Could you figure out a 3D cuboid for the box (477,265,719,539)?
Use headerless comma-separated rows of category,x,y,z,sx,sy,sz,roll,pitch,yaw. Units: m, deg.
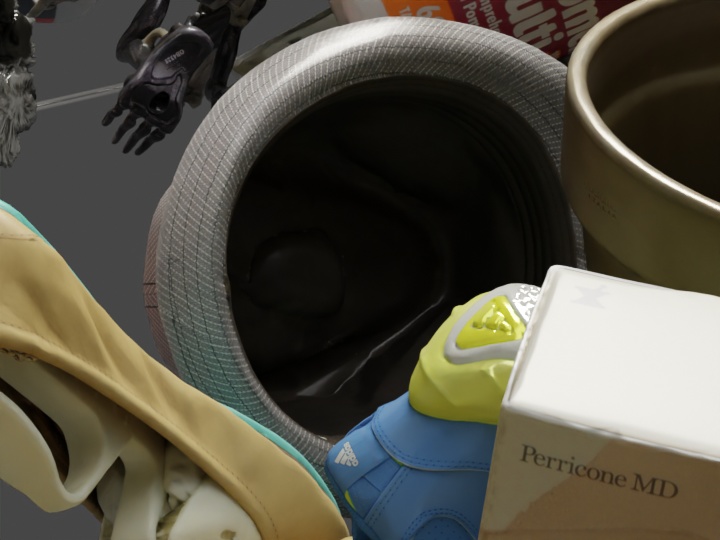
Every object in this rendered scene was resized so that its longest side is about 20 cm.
box,0.074,0.109,0.717,0.094,0.201,0.078,12,31,10

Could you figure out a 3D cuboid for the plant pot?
plant pot,0.158,0.019,0.912,0.198,0.175,0.200,5,30,-3

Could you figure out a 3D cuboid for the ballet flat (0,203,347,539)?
ballet flat,-0.079,0.059,0.824,0.068,0.200,0.063,-21,40,34

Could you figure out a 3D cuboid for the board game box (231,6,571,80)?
board game box,0.064,-0.102,1.140,0.199,0.026,0.200,-29,26,-12

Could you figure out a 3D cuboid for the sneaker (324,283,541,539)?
sneaker,0.055,0.092,0.811,0.105,0.200,0.076,-32,34,5

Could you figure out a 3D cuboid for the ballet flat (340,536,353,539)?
ballet flat,-0.026,0.146,0.775,0.063,0.069,0.200,-7,28,8

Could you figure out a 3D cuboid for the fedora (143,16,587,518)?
fedora,0.000,0.000,0.967,0.199,0.178,0.090,-15,7,-33

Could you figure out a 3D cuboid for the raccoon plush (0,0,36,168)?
raccoon plush,-0.224,-0.070,1.087,0.133,0.097,0.200,1,33,22

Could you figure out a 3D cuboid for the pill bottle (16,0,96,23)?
pill bottle,-0.173,-0.176,1.236,0.198,0.120,0.120,0,31,-10

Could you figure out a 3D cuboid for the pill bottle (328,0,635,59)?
pill bottle,0.081,-0.144,1.050,0.199,0.110,0.110,-24,34,-1

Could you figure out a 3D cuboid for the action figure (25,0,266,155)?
action figure,-0.085,-0.121,1.145,0.119,0.102,0.201,32,35,-33
